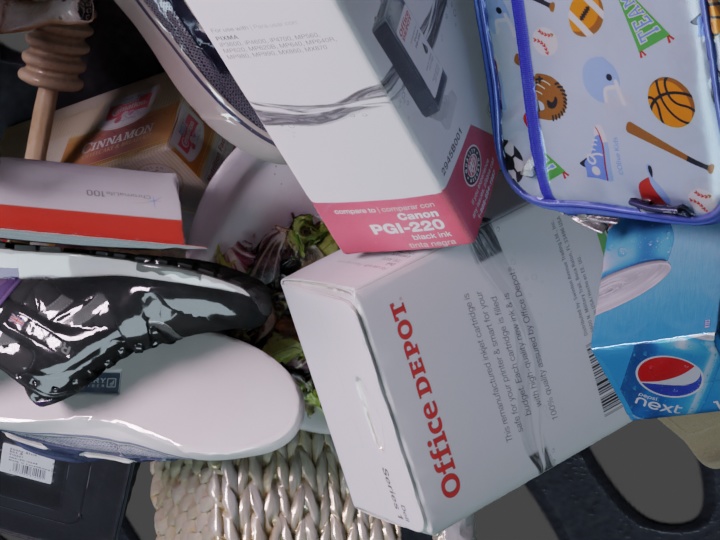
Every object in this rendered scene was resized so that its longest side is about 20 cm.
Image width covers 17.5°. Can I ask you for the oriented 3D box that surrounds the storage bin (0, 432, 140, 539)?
[{"bbox_3d":[-0.208,0.091,1.557,0.135,0.094,0.200,15,141,-2],"label":"storage bin"}]

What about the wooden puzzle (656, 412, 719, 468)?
[{"bbox_3d":[0.217,0.022,1.387,0.185,0.046,0.200,-26,123,38],"label":"wooden puzzle"}]

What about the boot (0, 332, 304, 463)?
[{"bbox_3d":[-0.121,0.077,1.335,0.200,0.073,0.090,7,162,15],"label":"boot"}]

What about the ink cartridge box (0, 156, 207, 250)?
[{"bbox_3d":[-0.170,-0.038,1.197,0.162,0.057,0.200,5,175,-15],"label":"ink cartridge box"}]

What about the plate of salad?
[{"bbox_3d":[0.000,0.000,1.330,0.200,0.048,0.200,-4,104,-15],"label":"plate of salad"}]

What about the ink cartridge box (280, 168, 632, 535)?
[{"bbox_3d":[0.072,0.033,1.276,0.084,0.200,0.146,10,121,58],"label":"ink cartridge box"}]

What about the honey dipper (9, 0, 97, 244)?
[{"bbox_3d":[-0.184,-0.053,1.323,0.038,0.038,0.200,12,102,2],"label":"honey dipper"}]

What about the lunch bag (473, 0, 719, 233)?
[{"bbox_3d":[0.125,-0.116,1.145,0.160,0.076,0.200,10,119,38],"label":"lunch bag"}]

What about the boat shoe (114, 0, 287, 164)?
[{"bbox_3d":[-0.064,-0.143,1.231,0.093,0.075,0.200,-23,122,37],"label":"boat shoe"}]

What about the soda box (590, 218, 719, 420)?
[{"bbox_3d":[0.171,-0.022,1.216,0.068,0.200,0.064,-9,137,25],"label":"soda box"}]

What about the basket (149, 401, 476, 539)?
[{"bbox_3d":[-0.034,0.164,1.441,0.161,0.199,0.200,-1,168,-16],"label":"basket"}]

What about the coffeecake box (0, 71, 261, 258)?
[{"bbox_3d":[-0.106,-0.017,1.409,0.153,0.073,0.200,-16,132,33],"label":"coffeecake box"}]

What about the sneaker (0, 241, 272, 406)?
[{"bbox_3d":[-0.145,0.033,1.281,0.200,0.088,0.076,5,-179,14],"label":"sneaker"}]

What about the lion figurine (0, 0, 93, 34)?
[{"bbox_3d":[-0.214,-0.116,1.213,0.122,0.200,0.073,-2,128,33],"label":"lion figurine"}]

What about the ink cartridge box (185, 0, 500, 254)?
[{"bbox_3d":[0.005,-0.127,1.179,0.085,0.146,0.200,-4,139,30],"label":"ink cartridge box"}]
